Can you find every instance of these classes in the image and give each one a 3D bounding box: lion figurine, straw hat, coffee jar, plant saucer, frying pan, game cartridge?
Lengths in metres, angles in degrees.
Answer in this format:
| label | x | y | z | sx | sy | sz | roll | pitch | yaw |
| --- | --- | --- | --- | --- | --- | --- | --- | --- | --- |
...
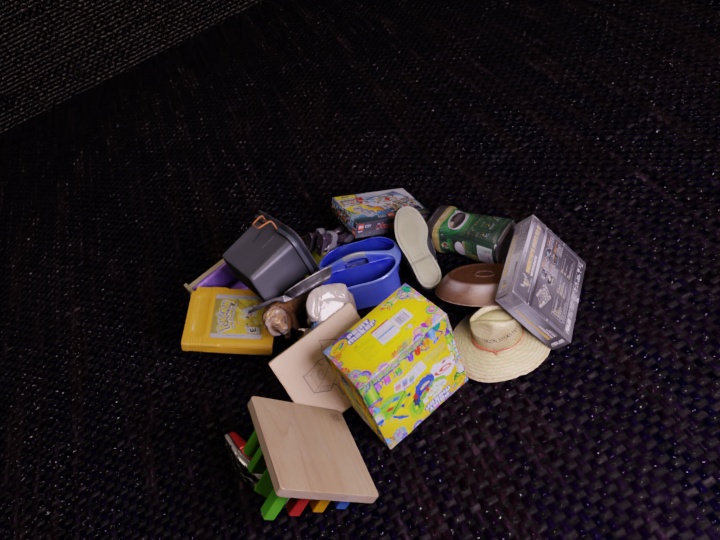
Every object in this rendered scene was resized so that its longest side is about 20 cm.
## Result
| label | x | y | z | sx | sy | sz | roll | pitch | yaw |
| --- | --- | --- | --- | --- | --- | --- | --- | --- | --- |
| lion figurine | -0.139 | 0.073 | 1.481 | 0.071 | 0.123 | 0.201 | 7 | 50 | 31 |
| straw hat | 0.254 | 0.107 | 1.282 | 0.198 | 0.086 | 0.203 | -13 | 43 | 13 |
| coffee jar | 0.235 | -0.077 | 1.478 | 0.198 | 0.086 | 0.105 | 19 | 58 | 38 |
| plant saucer | 0.244 | 0.022 | 1.339 | 0.196 | 0.037 | 0.201 | -5 | 15 | 1 |
| frying pan | -0.134 | 0.042 | 1.377 | 0.188 | 0.031 | 0.115 | -31 | -2 | -20 |
| game cartridge | -0.290 | 0.109 | 1.528 | 0.196 | 0.033 | 0.178 | 4 | 44 | -7 |

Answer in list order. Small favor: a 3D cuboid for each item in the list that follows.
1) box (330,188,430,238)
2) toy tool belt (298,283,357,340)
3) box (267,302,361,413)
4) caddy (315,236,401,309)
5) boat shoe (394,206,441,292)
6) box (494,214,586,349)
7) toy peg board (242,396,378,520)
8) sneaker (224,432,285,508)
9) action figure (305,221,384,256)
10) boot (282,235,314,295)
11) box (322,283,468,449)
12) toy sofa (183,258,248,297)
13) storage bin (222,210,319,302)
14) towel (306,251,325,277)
| label | x | y | z | sx | sy | sz | roll | pitch | yaw |
| --- | --- | --- | --- | --- | --- | --- | --- | --- | --- |
| box | 0.047 | -0.138 | 1.605 | 0.197 | 0.038 | 0.137 | -10 | 36 | -25 |
| toy tool belt | -0.065 | 0.129 | 1.395 | 0.122 | 0.123 | 0.204 | 0 | 84 | -10 |
| box | -0.055 | 0.187 | 1.316 | 0.199 | 0.165 | 0.021 | -35 | 1 | -11 |
| caddy | 0.000 | 0.000 | 1.498 | 0.197 | 0.106 | 0.143 | -15 | 43 | 12 |
| boat shoe | 0.125 | -0.042 | 1.474 | 0.073 | 0.066 | 0.202 | -23 | 65 | -3 |
| box | 0.341 | 0.020 | 1.275 | 0.048 | 0.158 | 0.202 | -33 | 26 | 49 |
| toy peg board | -0.102 | 0.337 | 1.181 | 0.099 | 0.197 | 0.201 | -56 | 38 | 21 |
| sneaker | -0.176 | 0.358 | 1.261 | 0.198 | 0.078 | 0.084 | 29 | 48 | 34 |
| action figure | -0.030 | -0.087 | 1.610 | 0.198 | 0.070 | 0.130 | -18 | 37 | -32 |
| boot | -0.154 | -0.003 | 1.603 | 0.199 | 0.075 | 0.097 | -37 | 66 | -25 |
| box | 0.068 | 0.173 | 1.225 | 0.199 | 0.194 | 0.122 | -38 | 43 | -15 |
| toy sofa | -0.317 | 0.022 | 1.649 | 0.199 | 0.083 | 0.097 | -40 | 43 | -15 |
| storage bin | -0.206 | -0.029 | 1.470 | 0.134 | 0.147 | 0.199 | -42 | 39 | -15 |
| towel | -0.124 | -0.019 | 1.646 | 0.198 | 0.018 | 0.086 | 17 | 56 | 38 |
